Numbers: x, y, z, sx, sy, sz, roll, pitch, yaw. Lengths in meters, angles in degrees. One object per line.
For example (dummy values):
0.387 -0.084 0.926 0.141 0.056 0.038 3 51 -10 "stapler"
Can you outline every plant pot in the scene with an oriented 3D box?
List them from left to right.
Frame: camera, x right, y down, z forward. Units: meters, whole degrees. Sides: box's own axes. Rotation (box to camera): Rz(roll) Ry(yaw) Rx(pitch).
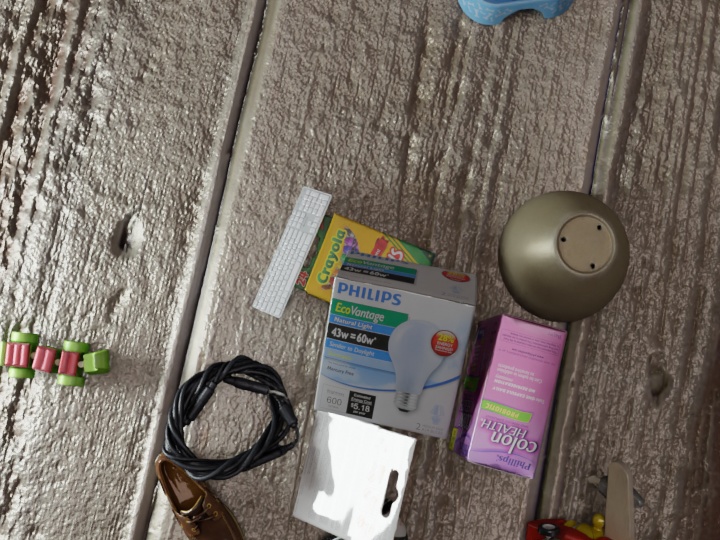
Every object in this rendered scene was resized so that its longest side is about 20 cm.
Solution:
0.313 -0.030 1.244 0.197 0.135 0.204 0 82 -1 "plant pot"

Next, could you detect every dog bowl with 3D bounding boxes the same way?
0.253 -0.458 1.336 0.196 0.050 0.114 -8 84 -2 "dog bowl"

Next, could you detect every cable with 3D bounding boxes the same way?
-0.194 0.213 1.217 0.197 0.051 0.165 -18 77 -19 "cable"

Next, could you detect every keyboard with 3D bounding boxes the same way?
-0.103 -0.029 1.280 0.056 0.011 0.203 18 82 35 "keyboard"

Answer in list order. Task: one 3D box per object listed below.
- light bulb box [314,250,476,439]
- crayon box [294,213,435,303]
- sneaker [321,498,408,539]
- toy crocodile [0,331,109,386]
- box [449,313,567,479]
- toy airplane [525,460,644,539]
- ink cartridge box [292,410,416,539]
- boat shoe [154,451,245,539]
0.051 0.100 1.179 0.195 0.125 0.203 11 109 5 "light bulb box"
0.000 0.000 1.273 0.197 0.051 0.129 21 83 1 "crayon box"
-0.017 0.417 1.213 0.198 0.074 0.081 -32 101 2 "sneaker"
-0.464 0.129 1.237 0.196 0.062 0.069 8 83 0 "toy crocodile"
0.204 0.175 1.195 0.095 0.176 0.203 14 83 0 "box"
0.358 0.396 1.192 0.200 0.140 0.200 -47 71 26 "toy airplane"
-0.001 0.293 1.179 0.198 0.050 0.164 7 80 43 "ink cartridge box"
-0.236 0.348 1.215 0.072 0.068 0.201 -34 86 -5 "boat shoe"
